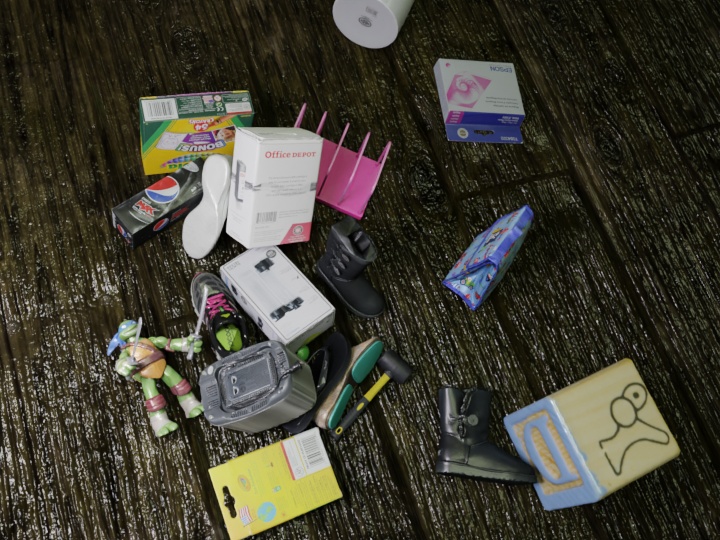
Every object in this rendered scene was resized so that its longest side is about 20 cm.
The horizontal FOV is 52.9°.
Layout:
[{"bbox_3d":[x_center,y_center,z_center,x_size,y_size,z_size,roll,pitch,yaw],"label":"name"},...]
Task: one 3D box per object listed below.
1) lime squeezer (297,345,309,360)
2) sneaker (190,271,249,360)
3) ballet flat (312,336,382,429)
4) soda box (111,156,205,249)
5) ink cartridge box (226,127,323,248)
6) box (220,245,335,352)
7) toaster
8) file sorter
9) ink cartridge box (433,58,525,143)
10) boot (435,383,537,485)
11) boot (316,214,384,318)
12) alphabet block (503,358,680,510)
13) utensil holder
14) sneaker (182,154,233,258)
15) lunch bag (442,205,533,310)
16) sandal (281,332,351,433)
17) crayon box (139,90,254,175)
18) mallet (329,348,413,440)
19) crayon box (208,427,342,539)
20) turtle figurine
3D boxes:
[{"bbox_3d":[-0.138,0.139,1.332,0.070,0.038,0.201,-31,78,8],"label":"lime squeezer"},{"bbox_3d":[-0.244,0.084,1.286,0.073,0.088,0.201,-18,74,-22],"label":"sneaker"},{"bbox_3d":[-0.034,0.193,1.320,0.067,0.068,0.201,20,58,27],"label":"ballet flat"},{"bbox_3d":[-0.361,-0.127,1.350,0.200,0.071,0.063,-38,82,-27],"label":"soda box"},{"bbox_3d":[-0.157,-0.154,1.316,0.145,0.202,0.085,-9,30,-41],"label":"ink cartridge box"},{"bbox_3d":[-0.152,0.048,1.319,0.116,0.060,0.200,-35,67,-26],"label":"box"},{"bbox_3d":[-0.160,0.196,1.211,0.199,0.129,0.114,-25,61,12],"label":"toaster"},{"bbox_3d":[-0.054,-0.224,1.450,0.198,0.126,0.140,23,64,-6],"label":"file sorter"},{"bbox_3d":[0.279,-0.392,1.666,0.194,0.043,0.202,-2,67,-17],"label":"ink cartridge box"},{"bbox_3d":[0.236,0.303,1.342,0.198,0.077,0.170,10,69,-5],"label":"boot"},{"bbox_3d":[-0.001,0.000,1.330,0.164,0.200,0.066,39,63,2],"label":"boot"},{"bbox_3d":[0.418,0.303,1.331,0.198,0.197,0.197,-18,75,-22],"label":"alphabet block"},{"bbox_3d":[0.043,-0.629,1.628,0.169,0.170,0.201,25,66,-5],"label":"utensil holder"},{"bbox_3d":[-0.265,-0.117,1.347,0.075,0.088,0.202,26,106,14],"label":"sneaker"},{"bbox_3d":[0.268,-0.033,1.423,0.094,0.200,0.151,40,63,2],"label":"lunch bag"},{"bbox_3d":[-0.078,0.192,1.279,0.043,0.076,0.201,49,58,-34],"label":"sandal"},{"bbox_3d":[-0.310,-0.257,1.362,0.198,0.173,0.059,-9,67,-19],"label":"crayon box"},{"bbox_3d":[0.009,0.225,1.334,0.199,0.041,0.066,-38,82,-22],"label":"mallet"},{"bbox_3d":[-0.145,0.360,1.221,0.198,0.051,0.128,-15,73,-22],"label":"crayon box"},{"bbox_3d":[-0.321,0.159,1.188,0.199,0.144,0.195,-25,94,14],"label":"turtle figurine"}]
